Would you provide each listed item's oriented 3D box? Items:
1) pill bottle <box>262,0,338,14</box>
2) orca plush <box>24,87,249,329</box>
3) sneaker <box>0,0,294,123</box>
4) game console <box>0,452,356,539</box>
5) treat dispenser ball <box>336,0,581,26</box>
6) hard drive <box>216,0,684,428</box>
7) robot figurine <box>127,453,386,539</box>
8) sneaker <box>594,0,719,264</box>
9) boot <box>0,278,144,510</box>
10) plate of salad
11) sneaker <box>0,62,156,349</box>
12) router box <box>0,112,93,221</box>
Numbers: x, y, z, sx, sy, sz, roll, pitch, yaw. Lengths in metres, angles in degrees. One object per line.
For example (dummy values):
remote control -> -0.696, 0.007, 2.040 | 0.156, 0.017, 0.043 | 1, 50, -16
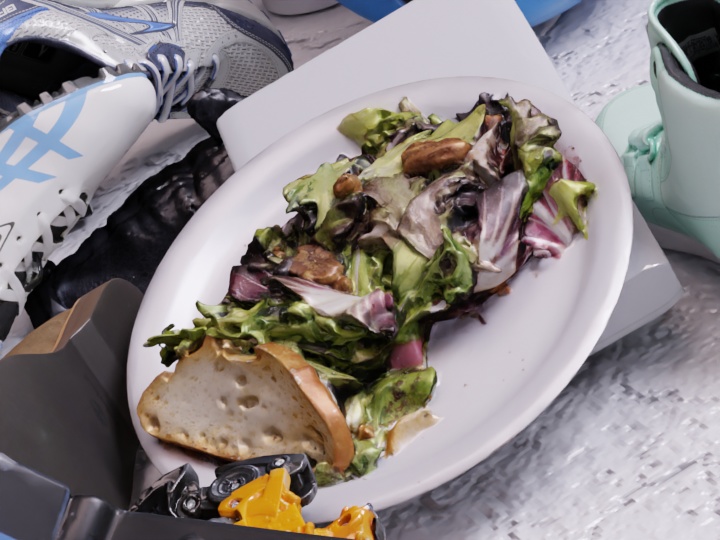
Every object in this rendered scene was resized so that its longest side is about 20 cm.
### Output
pill bottle -> -0.049, -0.235, 1.238 | 0.103, 0.201, 0.105 | -17, 28, 9
orca plush -> -0.067, -0.049, 1.058 | 0.198, 0.072, 0.105 | -20, 27, 3
sneaker -> -0.114, -0.087, 1.112 | 0.199, 0.077, 0.085 | 4, 40, -33
game console -> -0.108, 0.136, 0.630 | 0.170, 0.118, 0.201 | 2, 63, 38
treat dispenser ball -> 0.045, -0.207, 1.118 | 0.199, 0.202, 0.201 | -17, 27, 9
hard drive -> 0.027, -0.026, 0.926 | 0.131, 0.026, 0.201 | -30, 41, 5
robot figurine -> -0.080, 0.130, 0.761 | 0.199, 0.059, 0.145 | -25, 28, -4
sneaker -> 0.129, -0.062, 0.888 | 0.073, 0.119, 0.200 | -27, 26, -8
boot -> -0.128, 0.067, 0.892 | 0.075, 0.074, 0.200 | -26, 9, 17
plate of salad -> 0.000, 0.000, 0.864 | 0.199, 0.048, 0.201 | -18, 44, 18
sneaker -> -0.154, -0.005, 1.014 | 0.200, 0.072, 0.072 | -44, -11, -4
router box -> -0.216, -0.058, 1.202 | 0.148, 0.051, 0.200 | -23, 28, 0
